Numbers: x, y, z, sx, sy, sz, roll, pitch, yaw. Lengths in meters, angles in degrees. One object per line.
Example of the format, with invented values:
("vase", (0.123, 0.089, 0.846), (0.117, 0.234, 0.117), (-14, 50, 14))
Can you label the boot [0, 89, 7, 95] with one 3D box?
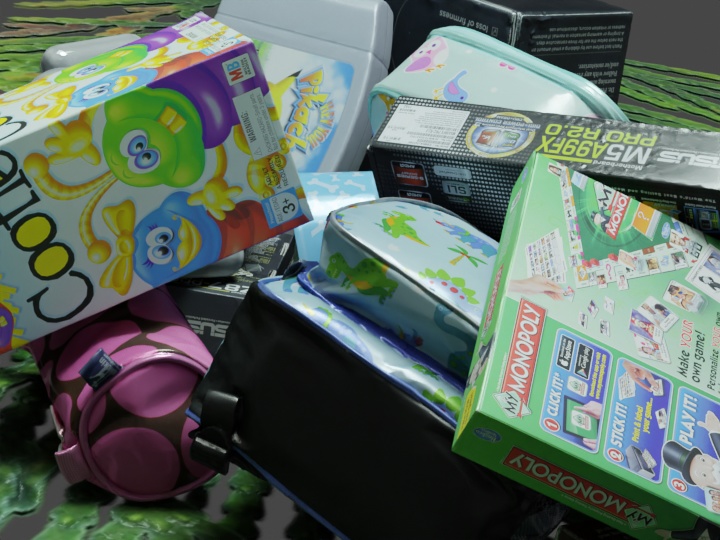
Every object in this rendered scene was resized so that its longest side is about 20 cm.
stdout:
("boot", (-0.242, -0.084, 1.535), (0.144, 0.073, 0.200), (12, 8, 23))

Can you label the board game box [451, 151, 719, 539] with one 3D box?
("board game box", (0.120, 0.037, 1.103), (0.134, 0.029, 0.200), (25, 37, -5))

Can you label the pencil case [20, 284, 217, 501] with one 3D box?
("pencil case", (-0.130, 0.049, 1.282), (0.093, 0.091, 0.200), (-31, 22, -4))

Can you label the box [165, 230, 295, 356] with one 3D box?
("box", (-0.147, -0.001, 1.491), (0.199, 0.049, 0.161), (9, 15, 3))

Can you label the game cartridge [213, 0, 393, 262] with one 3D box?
("game cartridge", (-0.058, -0.099, 1.617), (0.133, 0.201, 0.040), (17, -11, 22))

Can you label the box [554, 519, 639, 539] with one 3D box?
("box", (0.178, 0.173, 1.043), (0.100, 0.075, 0.200), (-4, 19, -36))

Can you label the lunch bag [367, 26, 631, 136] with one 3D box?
("lunch bag", (0.098, -0.035, 1.369), (0.160, 0.200, 0.077), (24, 61, 37))

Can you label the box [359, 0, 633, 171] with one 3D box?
("box", (0.064, -0.105, 1.679), (0.123, 0.198, 0.200), (-5, 21, -43))

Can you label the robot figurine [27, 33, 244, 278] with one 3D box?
("robot figurine", (-0.129, -0.067, 1.438), (0.199, 0.113, 0.170), (-10, 67, -41))

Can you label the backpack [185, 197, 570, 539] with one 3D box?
("backpack", (0.036, 0.056, 1.194), (0.183, 0.147, 0.200), (34, 13, 10))

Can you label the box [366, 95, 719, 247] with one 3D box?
("box", (0.114, -0.006, 1.261), (0.199, 0.161, 0.044), (9, 46, 25))

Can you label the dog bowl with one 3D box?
("dog bowl", (0.000, 0.000, 1.374), (0.049, 0.112, 0.200), (-12, -6, 5))

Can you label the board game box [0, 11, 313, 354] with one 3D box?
("board game box", (-0.143, -0.043, 1.254), (0.199, 0.105, 0.103), (-24, 20, -12))
